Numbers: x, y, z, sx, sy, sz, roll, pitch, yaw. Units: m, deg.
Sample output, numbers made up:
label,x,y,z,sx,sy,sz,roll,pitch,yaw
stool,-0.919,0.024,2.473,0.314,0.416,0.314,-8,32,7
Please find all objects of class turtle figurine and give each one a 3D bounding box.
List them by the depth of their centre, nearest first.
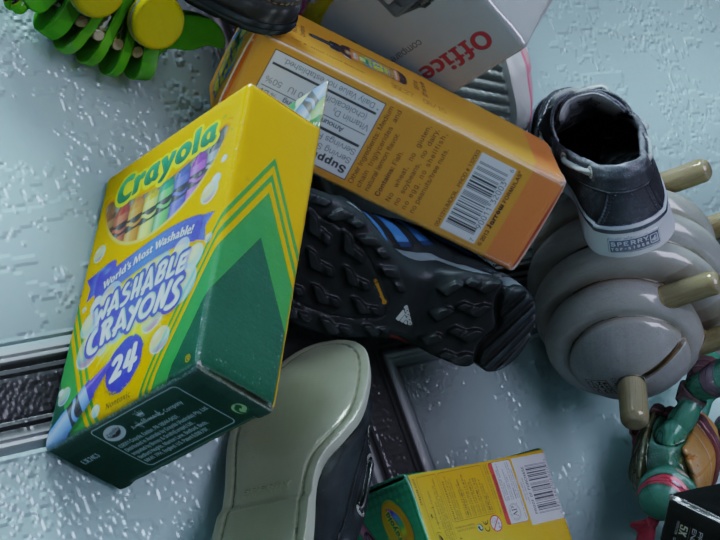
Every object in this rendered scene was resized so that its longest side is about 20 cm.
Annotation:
label,x,y,z,sx,sy,sz,roll,pitch,yaw
turtle figurine,0.216,0.113,1.337,0.200,0.100,0.151,-52,144,-60

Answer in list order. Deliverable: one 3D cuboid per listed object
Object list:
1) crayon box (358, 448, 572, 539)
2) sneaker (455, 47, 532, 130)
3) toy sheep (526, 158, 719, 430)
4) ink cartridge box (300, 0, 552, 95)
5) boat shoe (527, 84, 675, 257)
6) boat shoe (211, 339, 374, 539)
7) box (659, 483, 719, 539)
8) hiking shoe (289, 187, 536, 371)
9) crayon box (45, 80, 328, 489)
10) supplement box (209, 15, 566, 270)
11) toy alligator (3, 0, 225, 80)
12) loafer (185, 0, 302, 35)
label,x,y,z,sx,sy,sz,roll,pitch,yaw
crayon box,0.075,0.206,1.177,0.118,0.058,0.202,-5,73,-46
sneaker,0.082,-0.177,1.376,0.104,0.075,0.201,-13,74,-42
toy sheep,0.167,0.011,1.320,0.138,0.138,0.201,36,38,-27
ink cartridge box,-0.002,-0.192,1.245,0.200,0.147,0.086,47,44,-16
boat shoe,0.138,-0.079,1.284,0.200,0.071,0.068,-100,176,-64
boat shoe,-0.028,0.118,1.117,0.200,0.074,0.066,-80,154,-53
box,0.233,0.225,1.230,0.163,0.086,0.202,-3,110,-47
hiking shoe,0.000,0.000,1.214,0.199,0.075,0.087,25,8,-20
crayon box,-0.086,-0.005,1.077,0.051,0.125,0.201,32,49,-29
supplement box,0.014,-0.078,1.213,0.199,0.069,0.067,28,18,-14
toy alligator,-0.160,-0.147,1.136,0.199,0.059,0.055,26,93,-34
loafer,-0.099,-0.209,1.161,0.200,0.072,0.073,44,30,13
